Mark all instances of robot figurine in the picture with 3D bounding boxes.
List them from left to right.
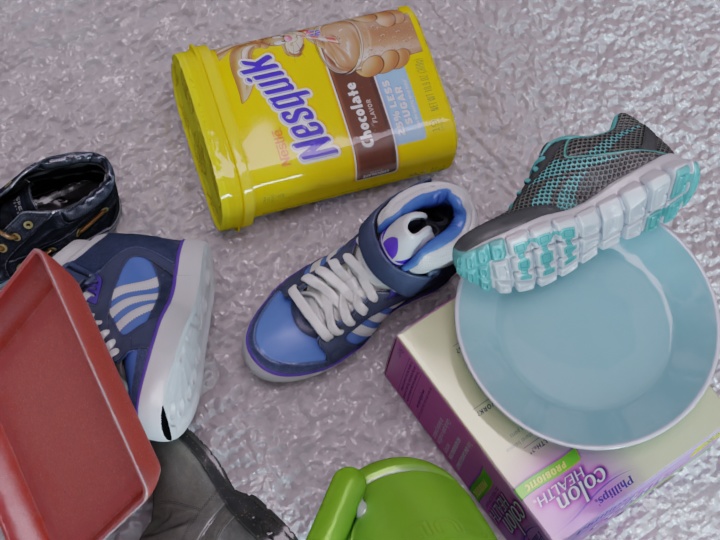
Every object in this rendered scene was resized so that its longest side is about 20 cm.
[{"bbox_3d":[0.041,0.210,1.347,0.175,0.200,0.116,39,99,-29],"label":"robot figurine"}]

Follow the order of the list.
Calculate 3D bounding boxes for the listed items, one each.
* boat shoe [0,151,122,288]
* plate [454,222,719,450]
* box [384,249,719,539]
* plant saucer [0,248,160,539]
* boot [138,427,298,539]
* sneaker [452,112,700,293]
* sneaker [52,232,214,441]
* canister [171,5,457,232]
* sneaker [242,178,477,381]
[{"bbox_3d":[-0.280,-0.032,1.458,0.200,0.091,0.071,-27,74,-15],"label":"boat shoe"},{"bbox_3d":[0.168,0.040,1.405,0.200,0.026,0.200,2,69,-5],"label":"plate"},{"bbox_3d":[0.149,0.096,1.447,0.176,0.097,0.200,-33,74,-16],"label":"box"},{"bbox_3d":[-0.222,0.113,1.369,0.037,0.200,0.200,-12,68,-40],"label":"plant saucer"},{"bbox_3d":[-0.146,0.192,1.374,0.131,0.068,0.200,-40,59,-19],"label":"boot"},{"bbox_3d":[0.148,-0.053,1.398,0.200,0.078,0.091,-23,57,-17],"label":"sneaker"},{"bbox_3d":[-0.193,0.049,1.407,0.146,0.081,0.200,-1,42,8],"label":"sneaker"},{"bbox_3d":[-0.037,-0.127,1.522,0.200,0.087,0.149,-15,71,-12],"label":"canister"},{"bbox_3d":[0.000,0.000,1.434,0.200,0.146,0.081,-30,75,-16],"label":"sneaker"}]
